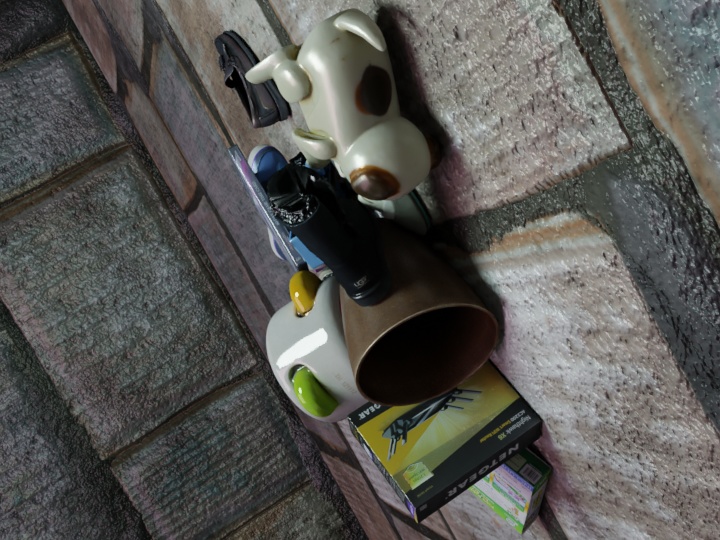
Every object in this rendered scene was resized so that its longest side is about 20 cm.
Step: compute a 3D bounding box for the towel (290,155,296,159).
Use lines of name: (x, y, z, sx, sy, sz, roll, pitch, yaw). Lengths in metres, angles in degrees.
towel: (-0.053, -0.088, 1.528, 0.132, 0.034, 0.201, 32, 149, 62)

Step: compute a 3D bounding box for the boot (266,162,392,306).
boot: (-0.043, -0.068, 1.109, 0.168, 0.076, 0.200, 51, -169, -36)

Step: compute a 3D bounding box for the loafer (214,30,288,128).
loafer: (-0.188, -0.304, 1.502, 0.200, 0.063, 0.072, 53, 164, 25)

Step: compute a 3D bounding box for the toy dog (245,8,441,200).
toy dog: (0.006, -0.172, 1.027, 0.193, 0.139, 0.201, -21, 101, 49)

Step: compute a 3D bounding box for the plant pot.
plant pot: (0.048, 0.034, 1.190, 0.187, 0.186, 0.201, 79, 169, -51)

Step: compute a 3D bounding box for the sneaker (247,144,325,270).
sneaker: (-0.096, -0.097, 1.469, 0.146, 0.080, 0.201, 14, 123, 53)

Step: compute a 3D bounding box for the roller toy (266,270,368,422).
roller toy: (-0.029, 0.105, 1.336, 0.182, 0.139, 0.201, 18, -134, -54)

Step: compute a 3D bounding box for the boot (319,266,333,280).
boot: (-0.044, 0.115, 1.547, 0.154, 0.073, 0.205, -92, 3, -54)

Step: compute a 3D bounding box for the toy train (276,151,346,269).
toy train: (-0.066, -0.096, 1.338, 0.114, 0.086, 0.200, 53, -163, -27)

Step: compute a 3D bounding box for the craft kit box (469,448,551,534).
craft kit box: (0.175, 0.271, 1.360, 0.200, 0.048, 0.198, 38, 155, 24)

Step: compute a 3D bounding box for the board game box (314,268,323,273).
board game box: (-0.110, -0.085, 1.670, 0.200, 0.032, 0.120, 75, 170, -67)

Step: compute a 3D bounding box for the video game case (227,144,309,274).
video game case: (-0.130, -0.076, 1.383, 0.201, 0.019, 0.143, 60, 174, 12)

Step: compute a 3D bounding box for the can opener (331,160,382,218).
can opener: (-0.019, -0.123, 1.279, 0.201, 0.067, 0.053, 57, 164, 8)

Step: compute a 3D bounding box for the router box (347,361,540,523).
router box: (0.107, 0.203, 1.224, 0.157, 0.199, 0.052, 49, 163, 33)

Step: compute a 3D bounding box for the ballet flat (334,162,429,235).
ballet flat: (0.011, -0.119, 1.194, 0.201, 0.063, 0.067, 59, 166, 4)
